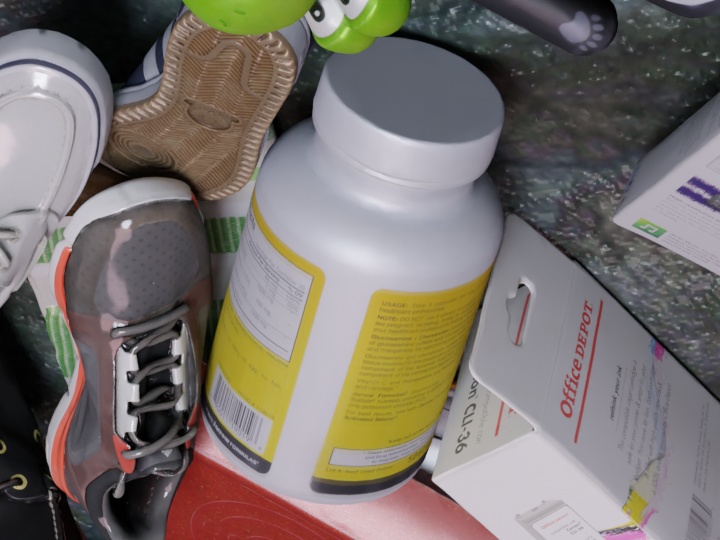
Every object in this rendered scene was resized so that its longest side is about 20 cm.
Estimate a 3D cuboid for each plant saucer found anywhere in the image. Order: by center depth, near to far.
[{"bbox_3d":[-0.033,0.142,1.249,0.199,0.037,0.200,29,148,4],"label":"plant saucer"}]

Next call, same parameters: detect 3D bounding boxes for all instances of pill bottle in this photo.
[{"bbox_3d":[0.000,0.000,1.100,0.112,0.112,0.200,17,126,-1],"label":"pill bottle"}]

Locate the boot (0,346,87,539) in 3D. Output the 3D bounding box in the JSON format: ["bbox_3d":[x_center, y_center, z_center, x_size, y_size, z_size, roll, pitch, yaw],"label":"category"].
[{"bbox_3d":[-0.193,0.074,1.193,0.073,0.200,0.151,-21,123,-3],"label":"boot"}]

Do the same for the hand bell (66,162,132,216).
[{"bbox_3d":[-0.202,-0.051,1.118,0.200,0.104,0.104,12,135,6],"label":"hand bell"}]

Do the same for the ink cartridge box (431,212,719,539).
[{"bbox_3d":[0.105,0.081,1.151,0.067,0.117,0.200,-29,118,35],"label":"ink cartridge box"}]

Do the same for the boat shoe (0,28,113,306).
[{"bbox_3d":[-0.168,-0.020,1.058,0.072,0.066,0.200,27,131,-19],"label":"boat shoe"}]

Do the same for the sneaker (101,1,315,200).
[{"bbox_3d":[-0.053,-0.106,1.051,0.070,0.109,0.200,25,156,-11],"label":"sneaker"}]

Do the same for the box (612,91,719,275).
[{"bbox_3d":[0.202,-0.029,0.989,0.144,0.036,0.200,27,161,-7],"label":"box"}]

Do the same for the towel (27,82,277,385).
[{"bbox_3d":[-0.096,-0.009,1.191,0.152,0.023,0.200,-2,130,16],"label":"towel"}]

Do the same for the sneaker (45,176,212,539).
[{"bbox_3d":[-0.093,0.048,1.109,0.077,0.082,0.200,-13,135,-22],"label":"sneaker"}]

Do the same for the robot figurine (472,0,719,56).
[{"bbox_3d":[0.100,-0.171,0.912,0.200,0.150,0.125,24,160,-8],"label":"robot figurine"}]

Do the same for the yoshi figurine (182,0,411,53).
[{"bbox_3d":[-0.051,-0.170,0.912,0.112,0.112,0.200,-26,87,-6],"label":"yoshi figurine"}]

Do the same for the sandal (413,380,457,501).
[{"bbox_3d":[0.061,0.109,1.223,0.206,0.059,0.079,21,134,-10],"label":"sandal"}]
